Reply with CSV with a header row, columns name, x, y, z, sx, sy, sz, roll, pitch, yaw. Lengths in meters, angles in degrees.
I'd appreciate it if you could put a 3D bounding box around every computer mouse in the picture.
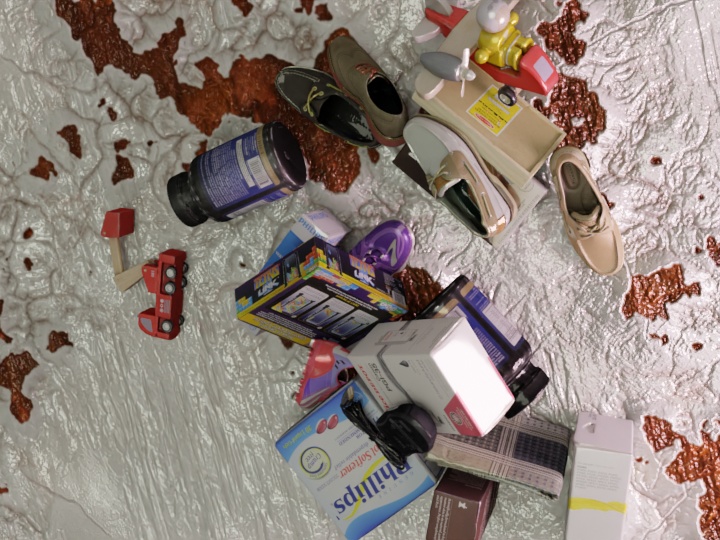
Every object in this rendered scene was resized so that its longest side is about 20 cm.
name,x,y,z,sx,sy,sz,roll,pitch,yaw
computer mouse,0.042,0.203,1.369,0.140,0.200,0.046,44,66,6

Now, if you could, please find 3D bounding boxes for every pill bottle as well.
name,x,y,z,sx,sy,sz,roll,pitch,yaw
pill bottle,-0.192,-0.141,1.490,0.199,0.112,0.113,-21,94,19
pill bottle,0.177,0.114,1.423,0.112,0.112,0.200,-44,86,19

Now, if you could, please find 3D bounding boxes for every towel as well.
name,x,y,z,sx,sy,sz,roll,pitch,yaw
towel,0.200,0.256,1.409,0.199,0.193,0.035,16,113,11

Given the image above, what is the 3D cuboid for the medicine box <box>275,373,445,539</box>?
name,x,y,z,sx,sy,sz,roll,pitch,yaw
medicine box,0.003,0.284,1.520,0.182,0.103,0.200,-40,87,19

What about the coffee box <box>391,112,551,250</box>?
name,x,y,z,sx,sy,sz,roll,pitch,yaw
coffee box,0.160,-0.139,1.403,0.200,0.080,0.113,40,110,6

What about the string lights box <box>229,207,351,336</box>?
name,x,y,z,sx,sy,sz,roll,pitch,yaw
string lights box,-0.108,0.001,1.497,0.059,0.103,0.200,41,109,9

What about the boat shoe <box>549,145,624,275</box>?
name,x,y,z,sx,sy,sz,roll,pitch,yaw
boat shoe,0.316,-0.075,1.367,0.071,0.065,0.201,-24,106,17

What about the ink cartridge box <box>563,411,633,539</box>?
name,x,y,z,sx,sy,sz,roll,pitch,yaw
ink cartridge box,0.342,0.325,1.405,0.083,0.145,0.202,6,102,14

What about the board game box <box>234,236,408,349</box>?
name,x,y,z,sx,sy,sz,roll,pitch,yaw
board game box,-0.055,0.043,1.413,0.165,0.200,0.057,-30,52,29

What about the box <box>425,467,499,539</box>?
name,x,y,z,sx,sy,sz,roll,pitch,yaw
box,0.156,0.337,1.433,0.074,0.200,0.101,12,104,14

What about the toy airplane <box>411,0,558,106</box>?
name,x,y,z,sx,sy,sz,roll,pitch,yaw
toy airplane,0.164,-0.329,1.321,0.197,0.141,0.202,-4,73,-3

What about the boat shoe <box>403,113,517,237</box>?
name,x,y,z,sx,sy,sz,roll,pitch,yaw
boat shoe,0.128,-0.130,1.326,0.200,0.068,0.075,45,138,5

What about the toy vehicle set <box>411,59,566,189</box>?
name,x,y,z,sx,sy,sz,roll,pitch,yaw
toy vehicle set,0.182,-0.216,1.362,0.200,0.124,0.027,40,141,6

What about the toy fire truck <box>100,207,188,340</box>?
name,x,y,z,sx,sy,sz,roll,pitch,yaw
toy fire truck,-0.358,0.007,1.601,0.140,0.049,0.202,11,104,15

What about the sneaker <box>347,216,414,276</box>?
name,x,y,z,sx,sy,sz,roll,pitch,yaw
sneaker,0.000,0.000,1.477,0.200,0.083,0.081,-41,88,19

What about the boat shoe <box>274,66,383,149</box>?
name,x,y,z,sx,sy,sz,roll,pitch,yaw
boat shoe,-0.046,-0.247,1.454,0.200,0.061,0.072,30,107,9

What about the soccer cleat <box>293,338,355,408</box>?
name,x,y,z,sx,sy,sz,roll,pitch,yaw
soccer cleat,-0.055,0.168,1.489,0.076,0.067,0.200,18,148,2

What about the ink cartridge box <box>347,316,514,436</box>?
name,x,y,z,sx,sy,sz,roll,pitch,yaw
ink cartridge box,0.095,0.149,1.361,0.199,0.083,0.147,-9,119,56

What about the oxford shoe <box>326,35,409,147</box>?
name,x,y,z,sx,sy,sz,roll,pitch,yaw
oxford shoe,0.016,-0.275,1.398,0.070,0.075,0.201,-27,68,-17
